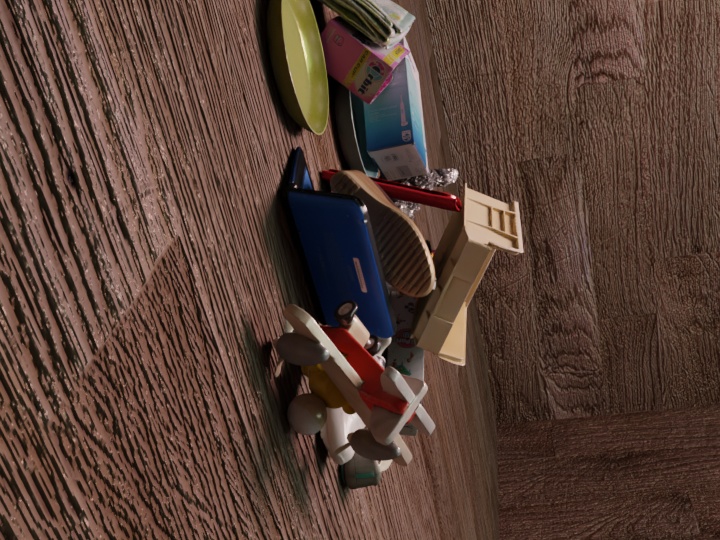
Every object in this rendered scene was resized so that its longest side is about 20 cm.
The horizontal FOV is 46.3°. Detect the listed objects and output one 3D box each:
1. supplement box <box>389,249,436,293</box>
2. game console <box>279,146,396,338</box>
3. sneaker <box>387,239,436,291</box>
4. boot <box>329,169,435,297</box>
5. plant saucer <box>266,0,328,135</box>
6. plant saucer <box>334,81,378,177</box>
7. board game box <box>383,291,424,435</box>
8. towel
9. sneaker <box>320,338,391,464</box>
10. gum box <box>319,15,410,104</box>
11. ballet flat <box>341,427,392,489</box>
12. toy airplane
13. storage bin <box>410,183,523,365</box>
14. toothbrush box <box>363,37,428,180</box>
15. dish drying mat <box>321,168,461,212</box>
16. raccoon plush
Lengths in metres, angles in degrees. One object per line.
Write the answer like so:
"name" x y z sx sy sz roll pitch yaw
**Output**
"supplement box" 0.098 0.012 1.564 0.200 0.108 0.087 -17 99 -78
"game console" -0.020 -0.038 1.053 0.118 0.169 0.202 -48 135 -39
"sneaker" 0.068 -0.009 1.217 0.200 0.077 0.081 149 -55 -87
"boot" 0.044 -0.046 1.094 0.201 0.072 0.166 53 10 15
"plant saucer" -0.082 -0.274 1.085 0.200 0.031 0.204 -7 90 -77
"plant saucer" -0.009 -0.243 1.396 0.200 0.035 0.204 -8 90 -78
"board game box" 0.070 0.146 1.387 0.149 0.063 0.202 93 2 -50
"towel" -0.003 -0.403 1.255 0.170 0.048 0.200 36 21 -4
"sneaker" -0.006 0.154 1.077 0.077 0.079 0.202 73 17 -45
"gum box" 0.003 -0.330 1.281 0.113 0.066 0.200 36 24 -4
"ballet flat" 0.021 0.246 1.183 0.200 0.063 0.069 -57 138 -72
"toy airplane" -0.014 0.133 0.910 0.201 0.140 0.199 52 -7 11
"storage bin" 0.158 0.004 1.262 0.199 0.092 0.202 -75 -172 -63
"toothbrush box" 0.058 -0.276 1.444 0.146 0.084 0.204 42 42 -71
"dish drying mat" 0.046 -0.116 1.204 0.077 0.197 0.019 24 80 -77
"raccoon plush" 0.114 -0.126 1.595 0.097 0.197 0.137 168 -85 -70
